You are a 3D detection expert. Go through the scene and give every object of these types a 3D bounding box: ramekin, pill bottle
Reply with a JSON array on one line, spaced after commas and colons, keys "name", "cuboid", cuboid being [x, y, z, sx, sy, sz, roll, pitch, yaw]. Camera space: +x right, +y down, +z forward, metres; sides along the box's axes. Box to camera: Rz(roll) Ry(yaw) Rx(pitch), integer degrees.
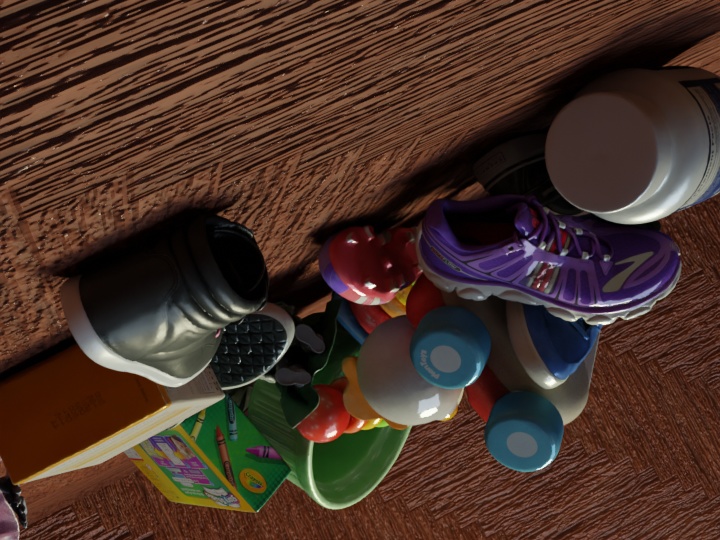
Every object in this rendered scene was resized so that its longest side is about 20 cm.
[{"name": "ramekin", "cuboid": [-0.030, 0.142, 1.306, 0.097, 0.201, 0.200, 20, -157, 32]}, {"name": "pill bottle", "cuboid": [0.212, -0.094, 0.907, 0.111, 0.111, 0.200, -31, 173, 32]}]

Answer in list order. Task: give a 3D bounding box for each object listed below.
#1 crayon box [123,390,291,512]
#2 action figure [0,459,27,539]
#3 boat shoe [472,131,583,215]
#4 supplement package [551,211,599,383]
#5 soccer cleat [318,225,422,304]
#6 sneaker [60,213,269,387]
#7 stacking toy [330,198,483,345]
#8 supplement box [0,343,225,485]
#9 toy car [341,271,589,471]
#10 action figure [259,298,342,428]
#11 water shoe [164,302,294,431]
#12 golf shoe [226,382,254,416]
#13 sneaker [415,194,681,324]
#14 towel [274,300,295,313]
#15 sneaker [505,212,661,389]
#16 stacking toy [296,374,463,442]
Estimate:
[{"name": "crayon box", "cuboid": [-0.169, 0.176, 1.228, 0.058, 0.119, 0.200, -48, -159, -29]}, {"name": "action figure", "cuboid": [-0.390, 0.204, 1.040, 0.199, 0.135, 0.149, -12, -147, -16]}, {"name": "boat shoe", "cuboid": [0.165, -0.078, 1.025, 0.199, 0.071, 0.072, -20, 171, -48]}, {"name": "supplement package", "cuboid": [0.182, 0.028, 1.269, 0.116, 0.201, 0.117, 16, 166, -5]}, {"name": "soccer cleat", "cuboid": [0.000, 0.000, 1.025, 0.076, 0.067, 0.200, -24, 178, 20]}, {"name": "sneaker", "cuboid": [-0.092, 0.019, 0.732, 0.099, 0.071, 0.200, -23, 170, 8]}, {"name": "stacking toy", "cuboid": [0.067, -0.006, 1.150, 0.116, 0.110, 0.200, -42, 175, -45]}, {"name": "supplement box", "cuboid": [-0.191, 0.096, 0.937, 0.125, 0.074, 0.200, -28, 174, 2]}, {"name": "toy car", "cuboid": [0.074, 0.088, 1.052, 0.200, 0.177, 0.185, -34, -166, 34]}, {"name": "action figure", "cuboid": [-0.065, 0.078, 1.149, 0.119, 0.054, 0.200, -65, -171, -6]}, {"name": "water shoe", "cuboid": [-0.134, 0.069, 1.093, 0.199, 0.072, 0.079, -32, -161, 30]}, {"name": "golf shoe", "cuboid": [-0.108, 0.141, 1.359, 0.199, 0.093, 0.072, -25, 177, -44]}, {"name": "sneaker", "cuboid": [0.140, -0.015, 0.909, 0.198, 0.081, 0.084, 4, 148, 4]}, {"name": "towel", "cuboid": [-0.143, 0.084, 1.277, 0.152, 0.024, 0.200, -25, 174, -11]}, {"name": "sneaker", "cuboid": [0.188, 0.008, 0.977, 0.111, 0.077, 0.200, -28, -164, 33]}, {"name": "stacking toy", "cuboid": [0.011, 0.125, 1.202, 0.199, 0.086, 0.085, -14, 166, -46]}]
